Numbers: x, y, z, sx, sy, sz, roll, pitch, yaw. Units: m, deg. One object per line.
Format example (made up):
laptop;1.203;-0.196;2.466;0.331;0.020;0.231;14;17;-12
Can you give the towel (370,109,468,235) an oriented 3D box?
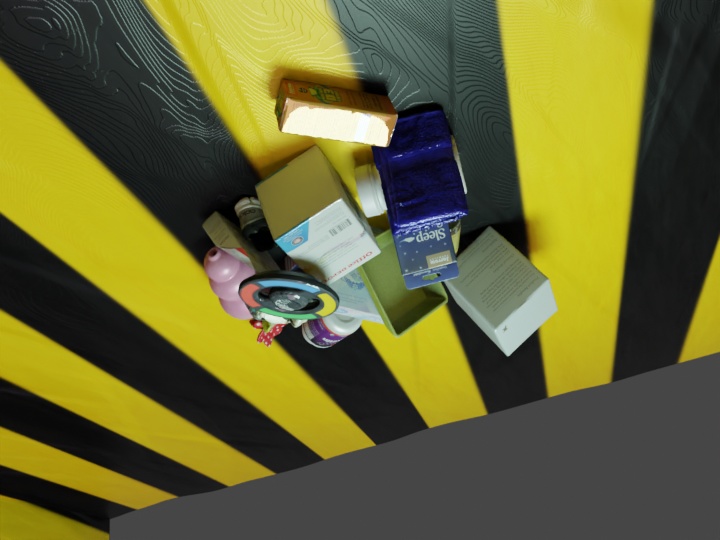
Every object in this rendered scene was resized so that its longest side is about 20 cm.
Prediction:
towel;0.100;-0.175;1.241;0.144;0.205;0.050;-15;168;11

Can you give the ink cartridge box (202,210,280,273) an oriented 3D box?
ink cartridge box;-0.219;-0.017;1.425;0.047;0.201;0.160;-43;142;6

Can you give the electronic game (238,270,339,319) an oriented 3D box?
electronic game;-0.136;0.051;1.347;0.194;0.043;0.201;5;156;2

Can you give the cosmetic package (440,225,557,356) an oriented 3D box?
cosmetic package;0.318;0.048;1.621;0.167;0.201;0.167;-41;146;-1

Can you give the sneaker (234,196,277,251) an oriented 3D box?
sneaker;-0.177;-0.072;1.447;0.073;0.089;0.198;-26;146;28

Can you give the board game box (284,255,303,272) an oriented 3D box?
board game box;-0.052;-0.025;1.603;0.196;0.047;0.151;15;142;-35

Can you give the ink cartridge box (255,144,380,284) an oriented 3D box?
ink cartridge box;-0.078;-0.096;1.343;0.145;0.148;0.200;-30;145;7

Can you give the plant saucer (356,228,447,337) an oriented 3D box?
plant saucer;0.076;0.018;1.499;0.198;0.203;0.047;-29;-177;-43

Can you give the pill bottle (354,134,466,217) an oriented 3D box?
pill bottle;0.094;-0.172;1.327;0.195;0.116;0.114;-15;150;10

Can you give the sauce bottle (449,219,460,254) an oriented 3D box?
sauce bottle;0.191;-0.059;1.593;0.063;0.066;0.202;-8;148;-1

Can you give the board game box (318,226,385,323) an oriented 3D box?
board game box;0.000;0.000;1.503;0.196;0.204;0.043;15;152;-35

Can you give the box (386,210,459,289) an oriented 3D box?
box;0.126;-0.070;1.444;0.118;0.205;0.032;-14;-173;8

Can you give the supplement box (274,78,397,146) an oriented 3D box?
supplement box;-0.041;-0.261;1.177;0.195;0.067;0.070;2;131;-20

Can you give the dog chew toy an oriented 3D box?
dog chew toy;-0.276;0.019;1.550;0.121;0.127;0.201;-16;141;12

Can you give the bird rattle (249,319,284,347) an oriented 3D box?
bird rattle;-0.197;0.116;1.754;0.160;0.114;0.201;-23;154;-9

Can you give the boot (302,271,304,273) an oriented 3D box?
boot;-0.070;0.032;1.601;0.196;0.070;0.129;15;155;-35

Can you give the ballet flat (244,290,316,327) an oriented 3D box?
ballet flat;-0.163;0.093;1.554;0.197;0.074;0.072;11;145;-41

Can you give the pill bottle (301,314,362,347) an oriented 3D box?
pill bottle;-0.078;0.125;1.762;0.110;0.116;0.200;6;159;-24
